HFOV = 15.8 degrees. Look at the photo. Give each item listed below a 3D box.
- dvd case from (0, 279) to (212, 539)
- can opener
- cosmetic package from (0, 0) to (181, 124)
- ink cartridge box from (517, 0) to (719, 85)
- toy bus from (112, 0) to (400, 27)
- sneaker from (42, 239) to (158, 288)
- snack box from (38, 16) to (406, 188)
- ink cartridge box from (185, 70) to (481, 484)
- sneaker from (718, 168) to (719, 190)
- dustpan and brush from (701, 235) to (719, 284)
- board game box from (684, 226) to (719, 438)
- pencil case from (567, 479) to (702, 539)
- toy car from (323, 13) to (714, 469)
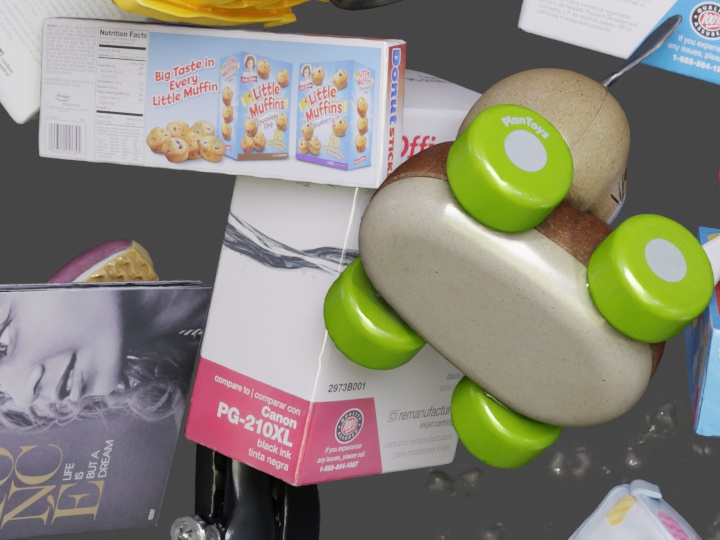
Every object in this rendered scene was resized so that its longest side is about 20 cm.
[{"bbox_3d":[-0.177,0.077,1.401,0.199,0.016,0.150,-1,113,-40],"label":"dvd case"},{"bbox_3d":[-0.068,0.091,1.456,0.063,0.078,0.202,5,100,43],"label":"can opener"},{"bbox_3d":[-0.115,-0.167,1.381,0.200,0.101,0.071,-37,91,11],"label":"cosmetic package"},{"bbox_3d":[0.180,-0.204,1.334,0.146,0.086,0.201,19,102,30],"label":"ink cartridge box"},{"bbox_3d":[-0.069,-0.175,1.223,0.191,0.200,0.137,-20,85,27],"label":"toy bus"},{"bbox_3d":[-0.200,0.053,1.445,0.200,0.090,0.075,-49,136,-11],"label":"sneaker"},{"bbox_3d":[-0.072,-0.085,1.289,0.199,0.024,0.073,7,98,27],"label":"snack box"},{"bbox_3d":[0.000,0.000,1.367,0.084,0.144,0.201,20,103,34],"label":"ink cartridge box"},{"bbox_3d":[0.254,-0.128,1.388,0.200,0.078,0.116,-37,78,11],"label":"sneaker"},{"bbox_3d":[0.220,-0.028,1.299,0.057,0.200,0.140,33,144,18],"label":"dustpan and brush"},{"bbox_3d":[0.269,0.041,1.338,0.194,0.200,0.056,8,106,3],"label":"board game box"},{"bbox_3d":[0.111,0.208,1.443,0.200,0.083,0.091,-42,80,11],"label":"pencil case"},{"bbox_3d":[0.100,-0.036,1.260,0.157,0.200,0.164,37,140,-4],"label":"toy car"}]
